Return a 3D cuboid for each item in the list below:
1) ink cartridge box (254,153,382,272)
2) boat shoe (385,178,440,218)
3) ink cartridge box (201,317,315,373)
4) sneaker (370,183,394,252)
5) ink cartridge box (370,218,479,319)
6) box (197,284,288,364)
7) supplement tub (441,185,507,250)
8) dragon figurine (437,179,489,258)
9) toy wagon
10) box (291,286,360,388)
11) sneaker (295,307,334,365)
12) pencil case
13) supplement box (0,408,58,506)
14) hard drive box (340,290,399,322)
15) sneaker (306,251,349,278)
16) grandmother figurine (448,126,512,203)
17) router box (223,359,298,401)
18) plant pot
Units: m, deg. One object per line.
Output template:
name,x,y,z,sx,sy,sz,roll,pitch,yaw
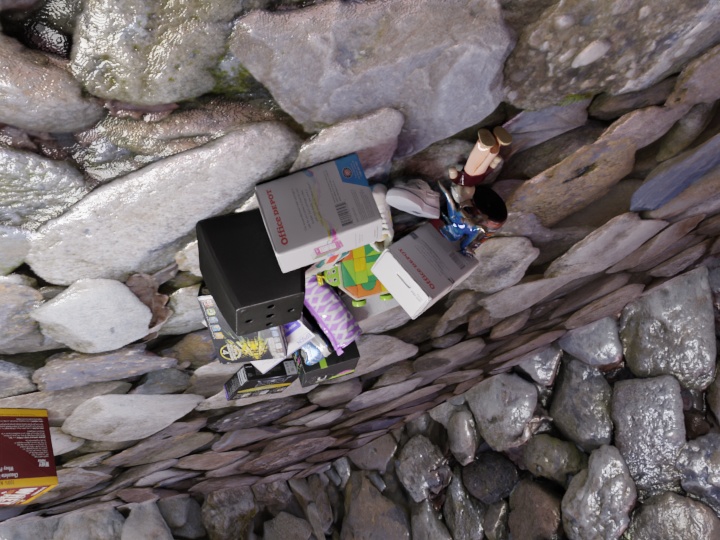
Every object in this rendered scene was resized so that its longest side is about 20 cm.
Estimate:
ink cartridge box,-0.076,-0.103,1.307,0.197,0.146,0.085,-18,159,-7
boat shoe,0.109,-0.153,1.465,0.073,0.066,0.200,8,177,24
ink cartridge box,-0.231,0.125,1.667,0.197,0.044,0.200,-35,112,30
sneaker,0.035,-0.108,1.478,0.076,0.082,0.200,-20,156,2
ink cartridge box,0.141,-0.009,1.562,0.199,0.146,0.085,-31,165,-44
box,-0.255,0.113,1.596,0.159,0.049,0.202,-7,125,3
supplement tub,0.237,-0.096,1.650,0.106,0.108,0.200,-4,152,-36
dragon figurine,0.202,-0.099,1.520,0.199,0.059,0.099,34,136,-28
toy wagon,0.000,0.000,1.603,0.197,0.158,0.039,-12,-167,-20
box,-0.104,0.165,1.807,0.147,0.202,0.125,-15,157,-15
sneaker,-0.148,0.132,1.697,0.077,0.201,0.076,-42,163,10
pencil case,-0.081,0.090,1.669,0.084,0.201,0.085,-40,179,39
supplement box,-0.881,0.461,1.787,0.132,0.202,0.197,-31,156,22
hard drive box,0.057,0.047,1.767,0.198,0.078,0.156,-23,-173,4
sneaker,-0.092,-0.016,1.542,0.092,0.071,0.199,2,162,-28
grandmother figurine,0.231,-0.204,1.467,0.119,0.061,0.201,-5,151,-15
router box,-0.295,0.331,2.204,0.198,0.053,0.157,-2,151,-39
plant pot,-0.200,0.010,1.410,0.197,0.179,0.200,-13,156,-16
